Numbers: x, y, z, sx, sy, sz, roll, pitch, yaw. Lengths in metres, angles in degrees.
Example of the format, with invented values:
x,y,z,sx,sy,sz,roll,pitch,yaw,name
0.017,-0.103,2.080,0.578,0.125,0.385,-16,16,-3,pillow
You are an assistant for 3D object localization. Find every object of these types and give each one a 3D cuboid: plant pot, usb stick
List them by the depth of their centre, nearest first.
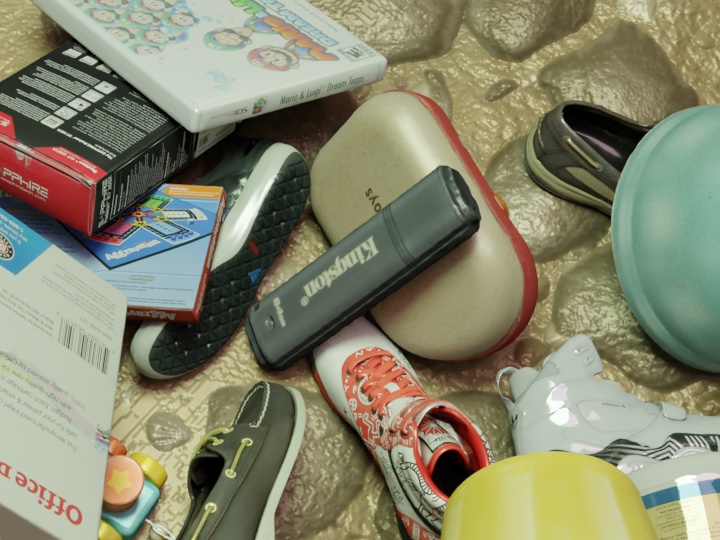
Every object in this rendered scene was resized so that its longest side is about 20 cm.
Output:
x,y,z,sx,sy,sz,roll,pitch,yaw,name
0.119,0.224,1.199,0.199,0.202,0.190,5,47,-10,plant pot
0.000,0.000,1.357,0.032,0.199,0.056,10,49,-56,usb stick
0.300,-0.028,1.415,0.198,0.134,0.203,2,85,-27,plant pot

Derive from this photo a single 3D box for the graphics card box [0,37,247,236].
x,y,z,sx,sy,sz,roll,pitch,yaw,name
-0.179,-0.109,1.383,0.125,0.051,0.200,25,40,19,graphics card box

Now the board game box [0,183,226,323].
x,y,z,sx,sy,sz,roll,pitch,yaw,name
-0.198,-0.017,1.362,0.198,0.020,0.104,4,59,12,board game box

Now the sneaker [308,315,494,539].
x,y,z,sx,sy,sz,roll,pitch,yaw,name
0.031,0.095,1.349,0.067,0.108,0.203,-19,69,-20,sneaker

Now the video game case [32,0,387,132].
x,y,z,sx,sy,sz,roll,pitch,yaw,name
-0.110,-0.175,1.430,0.181,0.024,0.200,-19,46,-39,video game case

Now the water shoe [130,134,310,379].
x,y,z,sx,sy,sz,roll,pitch,yaw,name
-0.112,-0.009,1.403,0.078,0.072,0.201,19,62,34,water shoe

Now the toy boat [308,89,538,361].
x,y,z,sx,sy,sz,roll,pitch,yaw,name
0.062,-0.032,1.426,0.130,0.130,0.201,-6,60,-49,toy boat

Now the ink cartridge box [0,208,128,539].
x,y,z,sx,sy,sz,roll,pitch,yaw,name
-0.252,0.087,1.219,0.147,0.144,0.201,38,39,-35,ink cartridge box

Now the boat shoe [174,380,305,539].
x,y,z,sx,sy,sz,roll,pitch,yaw,name
-0.084,0.140,1.294,0.060,0.072,0.202,30,38,-14,boat shoe

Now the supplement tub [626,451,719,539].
x,y,z,sx,sy,sz,roll,pitch,yaw,name
0.237,0.236,1.305,0.143,0.145,0.202,-3,65,-14,supplement tub

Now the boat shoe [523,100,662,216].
x,y,z,sx,sy,sz,roll,pitch,yaw,name
0.223,-0.071,1.493,0.198,0.073,0.075,18,62,-3,boat shoe

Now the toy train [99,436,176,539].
x,y,z,sx,sy,sz,roll,pitch,yaw,name
-0.173,0.199,1.282,0.149,0.056,0.202,-14,68,-19,toy train

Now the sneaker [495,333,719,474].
x,y,z,sx,sy,sz,roll,pitch,yaw,name
0.191,0.103,1.399,0.198,0.075,0.116,-9,63,-21,sneaker
